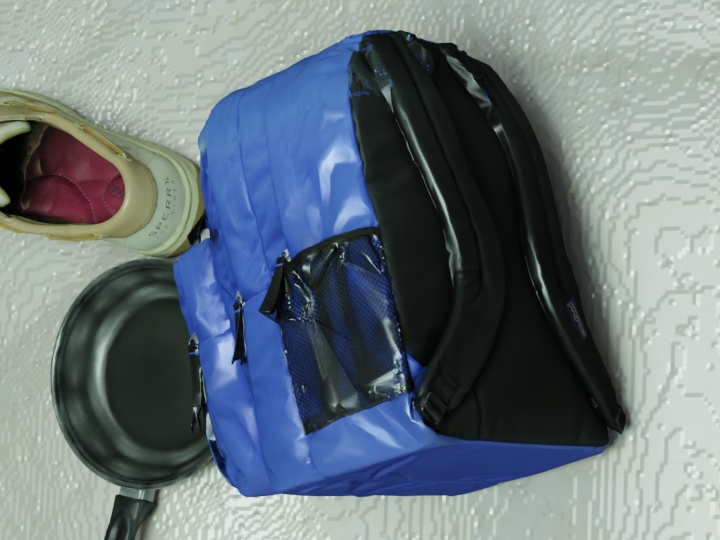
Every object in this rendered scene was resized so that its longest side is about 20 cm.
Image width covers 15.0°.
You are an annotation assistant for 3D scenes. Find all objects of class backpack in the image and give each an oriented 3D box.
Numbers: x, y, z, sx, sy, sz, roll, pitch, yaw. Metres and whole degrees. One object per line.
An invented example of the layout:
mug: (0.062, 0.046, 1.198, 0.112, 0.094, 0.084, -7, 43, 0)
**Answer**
backpack: (0.000, 0.000, 1.237, 0.167, 0.162, 0.201, -18, 75, 30)

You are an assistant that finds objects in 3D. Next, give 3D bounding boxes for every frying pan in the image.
frying pan: (-0.097, 0.088, 1.354, 0.115, 0.031, 0.191, -16, 79, 27)

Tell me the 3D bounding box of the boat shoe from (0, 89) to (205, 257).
boat shoe: (-0.173, -0.056, 1.397, 0.199, 0.066, 0.074, 12, 89, 30)
